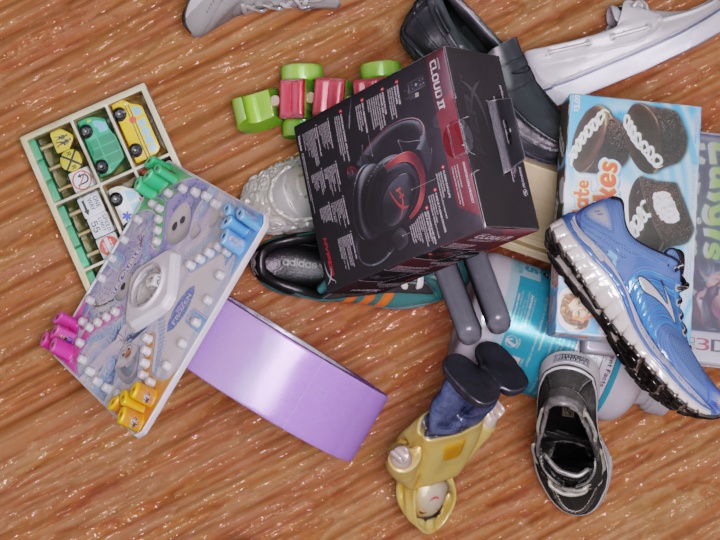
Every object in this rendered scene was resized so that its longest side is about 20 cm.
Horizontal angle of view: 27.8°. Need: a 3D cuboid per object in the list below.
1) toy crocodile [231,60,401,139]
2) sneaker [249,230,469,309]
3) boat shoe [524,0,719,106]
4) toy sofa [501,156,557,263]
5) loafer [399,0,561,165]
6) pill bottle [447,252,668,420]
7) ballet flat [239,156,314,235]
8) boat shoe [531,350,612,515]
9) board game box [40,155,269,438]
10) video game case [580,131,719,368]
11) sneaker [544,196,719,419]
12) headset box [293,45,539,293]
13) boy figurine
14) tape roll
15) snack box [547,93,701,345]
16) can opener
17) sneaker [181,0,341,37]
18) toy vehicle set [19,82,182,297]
[{"bbox_3d":[-0.017,-0.151,1.293,0.197,0.062,0.069,0,90,16],"label":"toy crocodile"},{"bbox_3d":[0.000,0.000,1.285,0.197,0.080,0.072,-1,90,5],"label":"sneaker"},{"bbox_3d":[0.244,-0.212,1.314,0.198,0.074,0.066,-24,95,-4],"label":"boat shoe"},{"bbox_3d":[0.183,-0.052,1.314,0.198,0.098,0.084,18,112,-4],"label":"toy sofa"},{"bbox_3d":[0.120,-0.174,1.287,0.200,0.068,0.071,44,129,12],"label":"loafer"},{"bbox_3d":[0.184,0.065,1.290,0.198,0.111,0.112,19,89,-3],"label":"pill bottle"},{"bbox_3d":[-0.017,-0.079,1.303,0.197,0.072,0.073,-11,90,-3],"label":"ballet flat"},{"bbox_3d":[0.178,0.159,1.259,0.070,0.201,0.064,1,45,16],"label":"boat shoe"},{"bbox_3d":[-0.178,0.013,1.209,0.026,0.199,0.201,31,89,-36],"label":"board game box"},{"bbox_3d":[0.283,-0.020,1.246,0.179,0.023,0.203,6,80,-5],"label":"video game case"},{"bbox_3d":[0.233,0.028,1.146,0.089,0.079,0.201,-34,87,-5],"label":"sneaker"},{"bbox_3d":[0.049,-0.079,1.173,0.074,0.199,0.151,0,73,-46],"label":"headset box"},{"bbox_3d":[0.069,0.152,1.255,0.123,0.201,0.065,-16,52,-39],"label":"boy figurine"},{"bbox_3d":[-0.076,0.082,1.231,0.199,0.200,0.066,33,88,-2],"label":"tape roll"},{"bbox_3d":[0.220,-0.041,1.212,0.114,0.037,0.203,5,81,-4],"label":"snack box"},{"bbox_3d":[0.073,-0.039,1.227,0.053,0.067,0.202,-19,66,1],"label":"can opener"},{"bbox_3d":[-0.067,-0.258,1.301,0.199,0.076,0.092,-36,96,-2],"label":"sneaker"},{"bbox_3d":[-0.210,-0.052,1.312,0.123,0.027,0.202,-24,91,-3],"label":"toy vehicle set"}]
